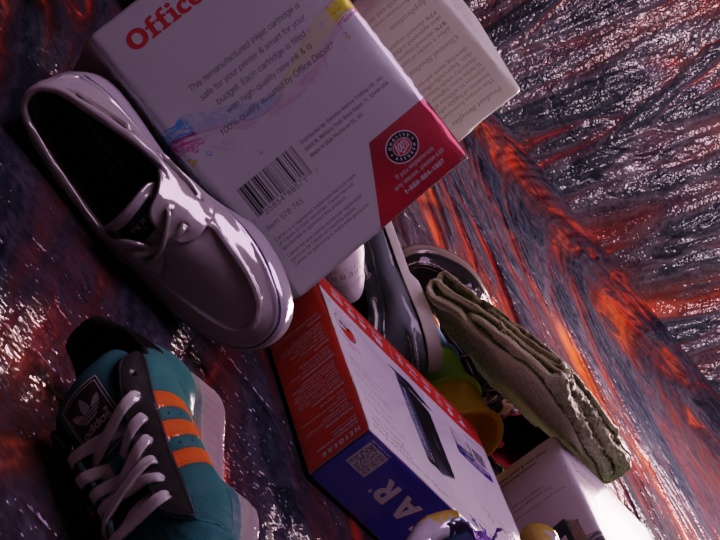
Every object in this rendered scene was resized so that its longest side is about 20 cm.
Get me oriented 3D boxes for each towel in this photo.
[{"bbox_3d":[0.126,0.082,1.538,0.148,0.037,0.200,39,-6,35],"label":"towel"}]

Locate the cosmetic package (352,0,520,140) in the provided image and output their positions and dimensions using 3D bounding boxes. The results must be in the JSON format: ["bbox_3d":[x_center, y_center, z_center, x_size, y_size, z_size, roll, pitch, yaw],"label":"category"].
[{"bbox_3d":[0.026,-0.233,2.094,0.200,0.167,0.167,46,13,-36],"label":"cosmetic package"}]

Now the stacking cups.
[{"bbox_3d":[0.049,0.062,1.572,0.060,0.060,0.201,43,16,-42],"label":"stacking cups"}]

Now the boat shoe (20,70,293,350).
[{"bbox_3d":[-0.118,-0.033,1.166,0.200,0.072,0.066,53,16,2],"label":"boat shoe"}]

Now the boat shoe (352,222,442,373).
[{"bbox_3d":[0.000,0.000,1.543,0.073,0.061,0.201,89,-19,-52],"label":"boat shoe"}]

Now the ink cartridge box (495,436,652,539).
[{"bbox_3d":[0.175,0.241,1.482,0.146,0.084,0.200,45,13,-35],"label":"ink cartridge box"}]

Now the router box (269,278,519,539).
[{"bbox_3d":[0.025,0.117,1.341,0.200,0.049,0.180,45,14,-35],"label":"router box"}]

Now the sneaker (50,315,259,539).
[{"bbox_3d":[-0.100,0.087,0.898,0.080,0.071,0.200,43,10,-24],"label":"sneaker"}]

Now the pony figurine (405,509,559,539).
[{"bbox_3d":[0.092,0.210,1.155,0.192,0.168,0.200,21,15,4],"label":"pony figurine"}]

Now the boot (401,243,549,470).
[{"bbox_3d":[0.098,0.078,1.705,0.200,0.073,0.151,51,10,-39],"label":"boot"}]

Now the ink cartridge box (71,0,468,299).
[{"bbox_3d":[-0.063,-0.096,1.276,0.200,0.145,0.145,53,-15,-4],"label":"ink cartridge box"}]

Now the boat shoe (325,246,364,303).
[{"bbox_3d":[-0.043,-0.031,1.496,0.200,0.070,0.070,-122,-164,-62],"label":"boat shoe"}]
